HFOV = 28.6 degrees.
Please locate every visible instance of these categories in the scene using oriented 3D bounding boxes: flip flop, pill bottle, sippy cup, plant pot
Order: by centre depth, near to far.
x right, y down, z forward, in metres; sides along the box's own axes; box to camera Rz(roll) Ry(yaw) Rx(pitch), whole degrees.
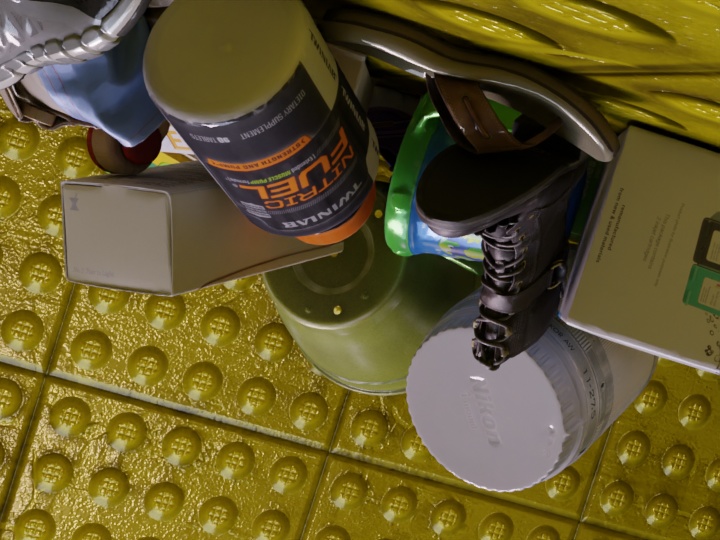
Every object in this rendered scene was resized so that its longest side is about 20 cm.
[{"bbox_3d":[0.064,-0.106,0.874,0.199,0.058,0.081,21,178,-3],"label":"flip flop"},{"bbox_3d":[-0.050,-0.090,0.895,0.106,0.107,0.200,19,163,26],"label":"pill bottle"},{"bbox_3d":[0.102,-0.062,1.092,0.130,0.140,0.178,17,-176,15],"label":"sippy cup"},{"bbox_3d":[0.000,0.000,1.252,0.199,0.201,0.193,19,174,18],"label":"plant pot"}]

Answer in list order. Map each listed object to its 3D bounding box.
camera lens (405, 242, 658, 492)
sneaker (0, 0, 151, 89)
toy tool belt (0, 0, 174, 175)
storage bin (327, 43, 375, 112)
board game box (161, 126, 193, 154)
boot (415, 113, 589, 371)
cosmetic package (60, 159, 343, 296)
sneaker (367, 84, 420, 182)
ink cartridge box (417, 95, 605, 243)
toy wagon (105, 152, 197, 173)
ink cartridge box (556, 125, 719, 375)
[{"bbox_3d":[0.149,0.077,1.190,0.159,0.161,0.200,19,-150,27],"label":"camera lens"},{"bbox_3d":[-0.194,-0.149,0.724,0.115,0.075,0.199,16,156,-40],"label":"sneaker"},{"bbox_3d":[-0.160,-0.134,0.891,0.122,0.125,0.200,11,143,41],"label":"toy tool belt"},{"bbox_3d":[-0.092,-0.155,1.195,0.198,0.094,0.200,18,-177,3],"label":"storage bin"},{"bbox_3d":[-0.110,-0.134,1.016,0.199,0.034,0.135,6,150,24],"label":"board game box"},{"bbox_3d":[0.100,-0.007,0.951,0.069,0.175,0.200,25,-145,29],"label":"boot"},{"bbox_3d":[-0.107,-0.038,1.015,0.103,0.074,0.200,8,-166,34],"label":"cosmetic package"},{"bbox_3d":[0.065,-0.116,1.364,0.199,0.084,0.081,16,-177,-30],"label":"sneaker"},{"bbox_3d":[0.152,-0.080,1.235,0.199,0.084,0.146,19,-177,29],"label":"ink cartridge box"},{"bbox_3d":[-0.155,-0.066,1.249,0.155,0.040,0.200,30,154,2],"label":"toy wagon"},{"bbox_3d":[0.261,-0.002,1.026,0.199,0.147,0.147,18,-178,4],"label":"ink cartridge box"}]
